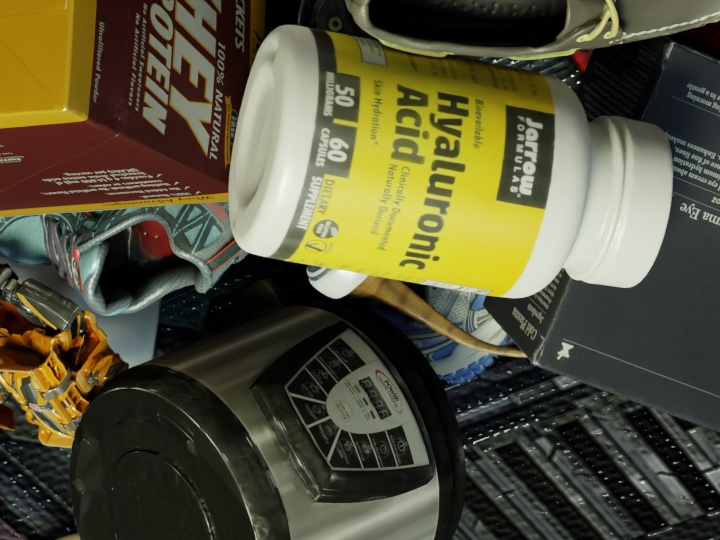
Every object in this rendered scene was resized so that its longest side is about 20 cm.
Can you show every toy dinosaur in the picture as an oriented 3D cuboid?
[{"bbox_3d":[0.000,0.000,1.459,0.199,0.106,0.061,35,99,-11],"label":"toy dinosaur"}]

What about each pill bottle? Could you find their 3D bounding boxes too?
[{"bbox_3d":[0.044,-0.047,1.251,0.198,0.112,0.112,9,138,-15],"label":"pill bottle"}]

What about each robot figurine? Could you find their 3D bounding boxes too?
[{"bbox_3d":[-0.213,0.048,1.496,0.199,0.058,0.145,13,147,37],"label":"robot figurine"}]

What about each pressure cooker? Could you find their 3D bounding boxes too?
[{"bbox_3d":[-0.040,0.108,1.443,0.178,0.199,0.177,24,121,39],"label":"pressure cooker"}]

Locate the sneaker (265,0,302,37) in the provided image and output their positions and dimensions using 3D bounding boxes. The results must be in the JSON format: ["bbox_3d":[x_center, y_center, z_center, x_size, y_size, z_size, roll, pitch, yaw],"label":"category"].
[{"bbox_3d":[-0.025,-0.098,1.393,0.199,0.078,0.082,31,129,-28],"label":"sneaker"}]

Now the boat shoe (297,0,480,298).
[{"bbox_3d":[-0.002,-0.091,1.334,0.091,0.201,0.071,30,165,-20],"label":"boat shoe"}]

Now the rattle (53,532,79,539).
[{"bbox_3d":[-0.204,0.263,1.759,0.198,0.144,0.130,-16,160,8],"label":"rattle"}]

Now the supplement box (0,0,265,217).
[{"bbox_3d":[-0.175,-0.112,1.264,0.196,0.134,0.200,-3,169,23],"label":"supplement box"}]

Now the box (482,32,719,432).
[{"bbox_3d":[0.197,-0.016,1.393,0.199,0.104,0.183,21,100,-18],"label":"box"}]

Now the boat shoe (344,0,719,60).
[{"bbox_3d":[0.090,-0.131,1.227,0.199,0.061,0.072,-1,125,-5],"label":"boat shoe"}]

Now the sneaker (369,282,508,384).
[{"bbox_3d":[0.072,-0.008,1.491,0.085,0.077,0.200,27,132,-18],"label":"sneaker"}]

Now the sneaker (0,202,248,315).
[{"bbox_3d":[-0.141,-0.022,1.410,0.199,0.096,0.079,-6,133,38],"label":"sneaker"}]

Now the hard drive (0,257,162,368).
[{"bbox_3d":[-0.179,-0.014,1.532,0.131,0.027,0.201,8,138,-5],"label":"hard drive"}]
